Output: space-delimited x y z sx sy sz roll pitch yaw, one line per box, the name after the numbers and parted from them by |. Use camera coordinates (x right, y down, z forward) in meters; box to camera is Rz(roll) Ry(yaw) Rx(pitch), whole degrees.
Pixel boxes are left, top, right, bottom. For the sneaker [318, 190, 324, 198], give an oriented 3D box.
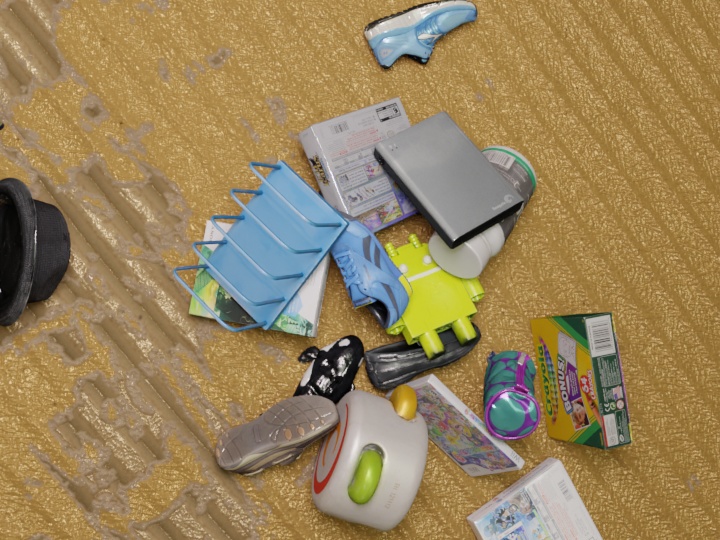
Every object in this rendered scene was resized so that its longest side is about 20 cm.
-0.092 -0.035 1.322 0.094 0.079 0.203 15 80 2 | sneaker

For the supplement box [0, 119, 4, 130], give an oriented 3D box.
-0.602 -0.192 1.122 0.134 0.200 0.200 43 77 -9 | supplement box

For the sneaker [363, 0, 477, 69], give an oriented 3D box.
0.103 -0.388 1.405 0.197 0.078 0.091 -22 111 -12 | sneaker

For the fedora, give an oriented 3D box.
-0.463 -0.025 1.190 0.091 0.199 0.204 0 85 -47 | fedora

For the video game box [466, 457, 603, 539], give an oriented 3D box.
0.296 0.444 1.403 0.181 0.047 0.202 -30 94 -17 | video game box

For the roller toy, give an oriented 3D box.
0.019 0.281 1.269 0.138 0.183 0.202 21 47 -11 | roller toy

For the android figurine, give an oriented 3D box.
0.104 0.036 1.349 0.180 0.041 0.202 -18 70 -19 | android figurine

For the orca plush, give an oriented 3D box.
-0.066 0.175 1.309 0.198 0.071 0.106 -30 94 -15 | orca plush

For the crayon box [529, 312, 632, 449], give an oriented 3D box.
0.350 0.173 1.369 0.057 0.172 0.204 -8 88 -18 | crayon box

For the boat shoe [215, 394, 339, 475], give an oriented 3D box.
-0.118 0.247 1.273 0.197 0.074 0.075 -22 51 10 | boat shoe

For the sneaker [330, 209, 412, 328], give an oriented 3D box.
0.000 0.000 1.243 0.201 0.065 0.079 51 54 -23 | sneaker

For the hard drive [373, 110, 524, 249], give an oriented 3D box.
0.131 -0.139 1.286 0.138 0.033 0.201 -28 66 -22 | hard drive

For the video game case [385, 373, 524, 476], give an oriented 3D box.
0.143 0.244 1.325 0.200 0.143 0.018 43 60 -8 | video game case

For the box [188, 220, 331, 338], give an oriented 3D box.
-0.149 0.012 1.277 0.197 0.036 0.147 9 83 12 | box

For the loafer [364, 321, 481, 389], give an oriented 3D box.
0.099 0.122 1.357 0.198 0.068 0.071 -22 107 -12 | loafer

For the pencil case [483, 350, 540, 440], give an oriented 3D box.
0.233 0.188 1.324 0.084 0.200 0.094 25 105 2 | pencil case

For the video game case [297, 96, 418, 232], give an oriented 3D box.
0.018 -0.158 1.331 0.199 0.045 0.184 -26 93 -39 | video game case

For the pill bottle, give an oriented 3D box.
0.192 -0.092 1.351 0.113 0.113 0.201 40 61 -9 | pill bottle

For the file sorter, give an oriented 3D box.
-0.141 -0.033 1.180 0.139 0.122 0.201 42 105 12 | file sorter
